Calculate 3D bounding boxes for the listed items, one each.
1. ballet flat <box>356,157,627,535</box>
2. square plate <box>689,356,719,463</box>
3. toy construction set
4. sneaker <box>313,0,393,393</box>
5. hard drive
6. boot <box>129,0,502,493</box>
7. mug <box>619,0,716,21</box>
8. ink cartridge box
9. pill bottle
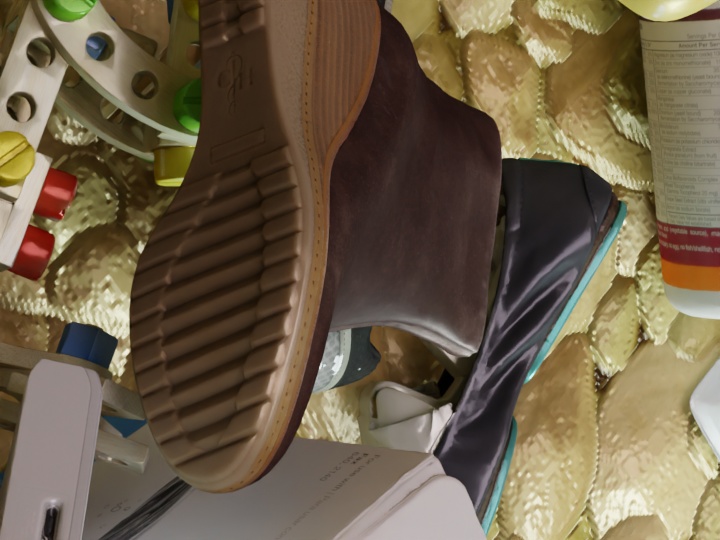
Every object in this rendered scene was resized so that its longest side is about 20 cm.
[{"bbox_3d":[0.039,0.043,1.078,0.073,0.073,0.200,30,80,-36],"label":"ballet flat"},{"bbox_3d":[0.258,0.069,1.275,0.200,0.028,0.198,-47,120,-27],"label":"square plate"},{"bbox_3d":[-0.106,-0.023,0.924,0.131,0.092,0.200,23,61,-18],"label":"toy construction set"},{"bbox_3d":[-0.013,-0.042,1.023,0.087,0.074,0.200,15,84,-43],"label":"sneaker"},{"bbox_3d":[-0.117,0.143,0.854,0.027,0.200,0.132,12,44,-8],"label":"hard drive"},{"bbox_3d":[0.000,0.000,0.912,0.166,0.072,0.200,35,52,-49],"label":"boot"},{"bbox_3d":[0.074,-0.195,1.024,0.153,0.186,0.150,-37,136,-22],"label":"mug"},{"bbox_3d":[-0.037,0.135,0.928,0.086,0.200,0.147,-36,113,-32],"label":"ink cartridge box"},{"bbox_3d":[0.175,-0.086,1.146,0.109,0.109,0.200,-12,101,-38],"label":"pill bottle"}]
